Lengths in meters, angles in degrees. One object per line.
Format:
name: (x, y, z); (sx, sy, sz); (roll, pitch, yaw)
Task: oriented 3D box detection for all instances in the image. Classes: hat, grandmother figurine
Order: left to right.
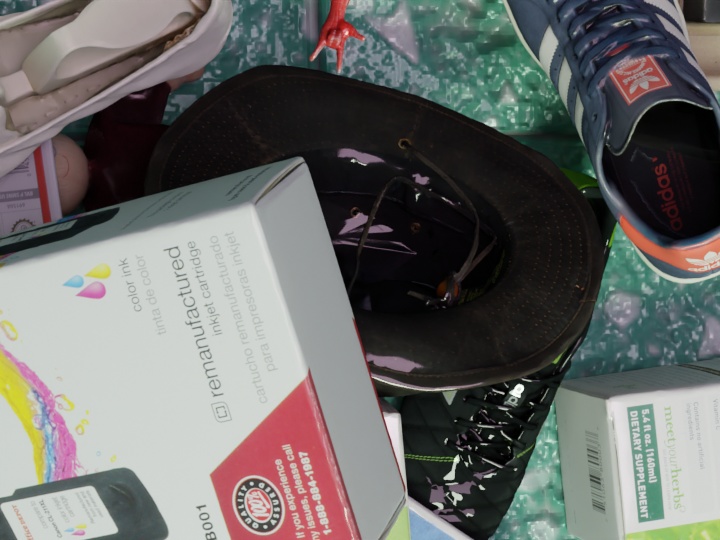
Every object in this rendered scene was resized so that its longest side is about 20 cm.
grandmother figurine: (-0.082, -0.046, 1.010); (0.200, 0.061, 0.121); (-2, 66, -18)
hat: (0.000, 0.000, 0.960); (0.200, 0.081, 0.201); (9, 45, -9)

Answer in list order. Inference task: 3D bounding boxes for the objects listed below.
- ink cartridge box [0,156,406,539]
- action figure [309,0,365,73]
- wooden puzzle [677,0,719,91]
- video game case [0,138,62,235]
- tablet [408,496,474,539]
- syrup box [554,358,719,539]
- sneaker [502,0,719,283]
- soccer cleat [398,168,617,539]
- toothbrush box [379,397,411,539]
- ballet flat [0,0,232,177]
ink cartridge box: (-0.101, 0.056, 0.849); (0.200, 0.083, 0.146); (-14, 101, 16)
action figure: (-0.050, -0.164, 0.985); (0.200, 0.065, 0.099); (18, 64, -3)
wooden puzzle: (0.210, -0.188, 1.068); (0.185, 0.037, 0.200); (-4, 97, -34)
video game case: (-0.226, -0.013, 0.929); (0.200, 0.017, 0.143); (-6, 78, -14)
tablet: (-0.028, 0.149, 1.024); (0.200, 0.014, 0.130); (35, 90, -12)
syrup box: (0.203, 0.084, 1.082); (0.200, 0.081, 0.079); (-7, 94, -14)
sneaker: (0.119, -0.090, 0.980); (0.075, 0.085, 0.200); (-28, 85, 5)
soccer cleat: (0.068, 0.045, 1.043); (0.067, 0.081, 0.200); (22, 85, -15)
toothbrush box: (-0.051, 0.159, 0.970); (0.145, 0.086, 0.200); (-7, 99, -8)
ballet flat: (-0.142, -0.082, 0.921); (0.200, 0.069, 0.070); (-28, 98, -17)
